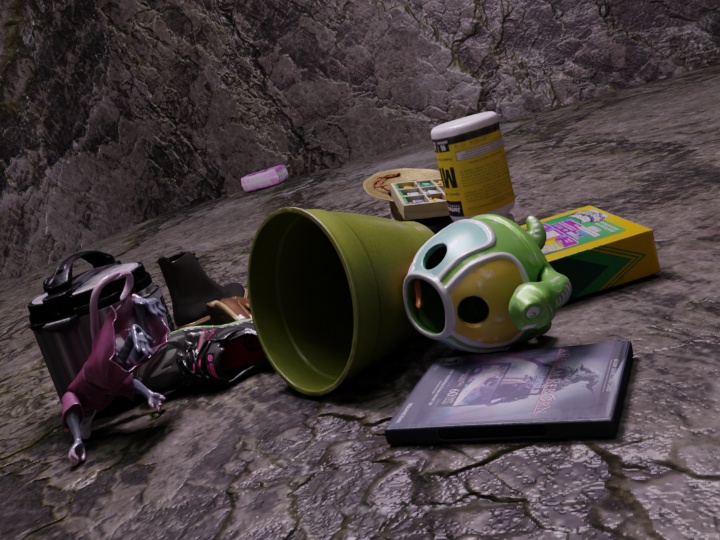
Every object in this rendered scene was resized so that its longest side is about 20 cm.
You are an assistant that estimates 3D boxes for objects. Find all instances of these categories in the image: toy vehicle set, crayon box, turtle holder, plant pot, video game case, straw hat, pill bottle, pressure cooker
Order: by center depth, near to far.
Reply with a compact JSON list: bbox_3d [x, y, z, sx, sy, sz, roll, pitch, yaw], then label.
[{"bbox_3d":[0.134,0.108,0.659,0.196,0.019,0.143,-11,15,29],"label":"video game case"},{"bbox_3d":[0.127,0.028,0.750,0.129,0.144,0.186,-17,42,-29],"label":"turtle holder"},{"bbox_3d":[0.000,0.018,0.859,0.190,0.206,0.198,-13,7,-41],"label":"plant pot"},{"bbox_3d":[0.252,-0.019,0.934,0.168,0.060,0.200,-16,14,1],"label":"crayon box"},{"bbox_3d":[-0.356,0.075,1.012,0.176,0.205,0.174,-24,13,-32],"label":"pressure cooker"},{"bbox_3d":[0.189,-0.144,1.203,0.112,0.205,0.114,-15,13,3],"label":"pill bottle"},{"bbox_3d":[0.127,-0.137,1.377,0.121,0.027,0.200,-7,18,-3],"label":"toy vehicle set"},{"bbox_3d":[0.104,-0.143,1.553,0.195,0.087,0.202,-3,27,2],"label":"straw hat"}]

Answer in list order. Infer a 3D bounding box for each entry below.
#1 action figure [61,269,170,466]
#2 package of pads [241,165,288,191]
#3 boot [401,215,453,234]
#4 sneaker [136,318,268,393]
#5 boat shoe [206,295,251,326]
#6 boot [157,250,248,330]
[{"bbox_3d":[-0.311,0.124,0.872,0.200,0.149,0.133,-46,-10,25],"label":"action figure"},{"bbox_3d":[-0.445,-0.427,3.433,0.196,0.077,0.120,-12,13,22],"label":"package of pads"},{"bbox_3d":[0.091,-0.051,1.283,0.196,0.067,0.164,-15,19,-25],"label":"boot"},{"bbox_3d":[-0.195,0.109,0.945,0.195,0.079,0.084,-18,9,-1],"label":"sneaker"},{"bbox_3d":[-0.178,0.068,1.095,0.066,0.074,0.199,-23,12,-18],"label":"boat shoe"},{"bbox_3d":[-0.262,0.017,1.261,0.076,0.142,0.200,-12,13,18],"label":"boot"}]
